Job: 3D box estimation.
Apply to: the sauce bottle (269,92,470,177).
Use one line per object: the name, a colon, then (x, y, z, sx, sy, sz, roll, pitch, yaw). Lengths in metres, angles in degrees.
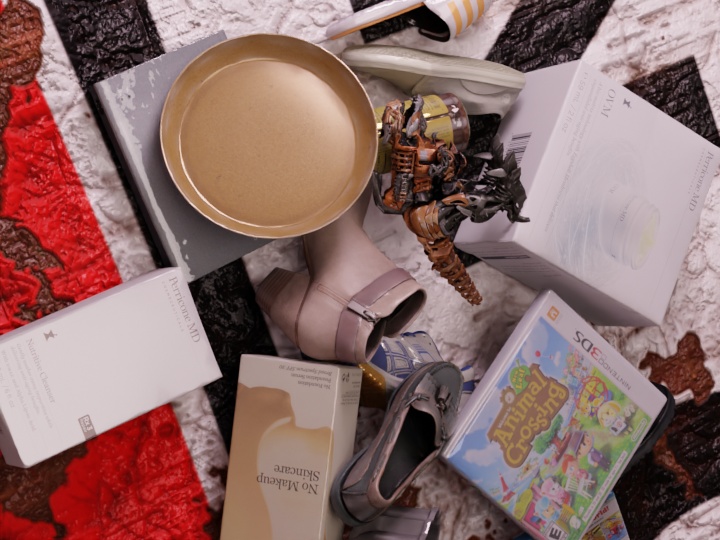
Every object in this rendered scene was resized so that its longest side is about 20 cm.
sauce bottle: (0.005, -0.121, 1.498, 0.198, 0.065, 0.066, -14, 95, -21)

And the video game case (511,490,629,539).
video game case: (0.225, 0.339, 1.617, 0.142, 0.018, 0.202, -27, 112, -13)

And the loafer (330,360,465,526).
loafer: (0.050, 0.156, 1.449, 0.072, 0.063, 0.200, 49, 52, -13)

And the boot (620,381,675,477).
boot: (0.216, 0.140, 1.618, 0.200, 0.076, 0.169, -43, 110, -14)

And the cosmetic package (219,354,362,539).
cosmetic package: (-0.065, 0.182, 1.453, 0.104, 0.071, 0.203, 5, 87, 19)

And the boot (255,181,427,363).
boot: (0.000, 0.000, 1.470, 0.201, 0.145, 0.070, -54, 145, -21)

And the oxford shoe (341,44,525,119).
oxford shoe: (0.073, -0.186, 1.565, 0.198, 0.075, 0.058, 8, 110, -25)

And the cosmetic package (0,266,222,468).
cosmetic package: (-0.236, 0.083, 1.397, 0.199, 0.081, 0.114, -26, 98, -23)

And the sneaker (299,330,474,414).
sneaker: (0.027, 0.091, 1.541, 0.199, 0.075, 0.089, 34, 60, -25)

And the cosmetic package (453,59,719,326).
cosmetic package: (0.234, -0.074, 1.610, 0.199, 0.123, 0.201, 27, 77, -24)

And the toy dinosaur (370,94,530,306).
toy dinosaur: (0.081, -0.069, 1.478, 0.134, 0.103, 0.201, -18, 129, -1)

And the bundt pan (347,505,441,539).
bundt pan: (0.014, 0.310, 1.466, 0.075, 0.202, 0.204, 13, 81, 9)

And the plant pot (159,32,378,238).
plant pot: (-0.083, -0.120, 1.435, 0.197, 0.028, 0.203, 3, 71, -7)

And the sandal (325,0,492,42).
sandal: (0.063, -0.250, 1.560, 0.205, 0.079, 0.060, -24, 100, -16)

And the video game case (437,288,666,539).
video game case: (0.191, 0.152, 1.554, 0.182, 0.022, 0.201, 41, 74, -19)

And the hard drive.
hard drive: (-0.151, -0.104, 1.470, 0.139, 0.033, 0.202, -27, 101, -24)
